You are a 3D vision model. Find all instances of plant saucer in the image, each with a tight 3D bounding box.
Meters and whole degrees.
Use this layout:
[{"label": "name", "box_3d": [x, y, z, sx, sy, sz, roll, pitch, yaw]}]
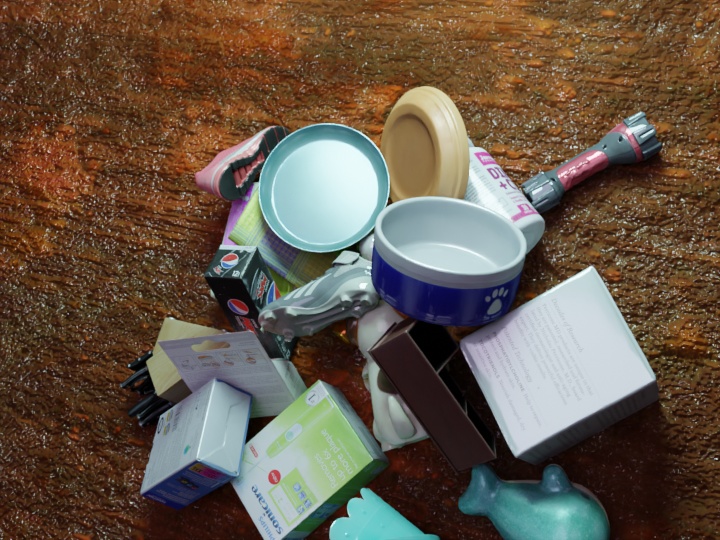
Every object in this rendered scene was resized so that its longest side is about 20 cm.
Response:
[{"label": "plant saucer", "box_3d": [-0.054, -0.121, 1.337, 0.196, 0.027, 0.204, -2, 73, 5]}, {"label": "plant saucer", "box_3d": [0.083, -0.160, 1.288, 0.199, 0.037, 0.204, 22, 115, 57]}]

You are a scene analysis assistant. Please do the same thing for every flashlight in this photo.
[{"label": "flashlight", "box_3d": [0.330, -0.150, 1.290, 0.198, 0.068, 0.069, -31, 62, 9]}]

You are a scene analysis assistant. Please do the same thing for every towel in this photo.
[{"label": "towel", "box_3d": [-0.088, -0.050, 1.374, 0.198, 0.023, 0.145, 34, 75, -11]}]

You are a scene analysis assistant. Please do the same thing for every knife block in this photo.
[{"label": "knife block", "box_3d": [-0.286, 0.173, 1.420, 0.197, 0.064, 0.179, 9, 76, 32]}]

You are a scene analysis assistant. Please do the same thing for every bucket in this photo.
[{"label": "bucket", "box_3d": [0.012, 0.407, 1.184, 0.133, 0.207, 0.209, 29, 86, 15]}]

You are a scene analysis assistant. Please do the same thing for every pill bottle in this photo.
[{"label": "pill bottle", "box_3d": [0.168, -0.105, 1.312, 0.113, 0.113, 0.201, -39, 66, 6]}]

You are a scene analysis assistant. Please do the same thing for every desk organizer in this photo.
[{"label": "desk organizer", "box_3d": [0.106, 0.153, 1.148, 0.077, 0.072, 0.201, -32, 96, 46]}]

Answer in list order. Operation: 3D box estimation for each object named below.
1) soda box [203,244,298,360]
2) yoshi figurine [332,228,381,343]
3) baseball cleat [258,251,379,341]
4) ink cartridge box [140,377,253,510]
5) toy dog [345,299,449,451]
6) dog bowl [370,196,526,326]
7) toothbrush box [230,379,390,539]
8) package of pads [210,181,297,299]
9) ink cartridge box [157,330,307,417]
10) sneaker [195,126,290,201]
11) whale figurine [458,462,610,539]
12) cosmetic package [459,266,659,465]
[{"label": "soda box", "box_3d": [-0.158, 0.055, 1.340, 0.069, 0.202, 0.064, 3, 48, 24]}, {"label": "yoshi figurine", "box_3d": [0.000, 0.001, 1.350, 0.111, 0.112, 0.202, 32, 87, 31]}, {"label": "baseball cleat", "box_3d": [-0.053, 0.034, 1.274, 0.197, 0.070, 0.108, -13, 43, 25]}, {"label": "ink cartridge box", "box_3d": [-0.253, 0.265, 1.336, 0.199, 0.076, 0.138, -33, 36, 38]}, {"label": "toy dog", "box_3d": [0.048, 0.140, 1.253, 0.138, 0.193, 0.204, -23, 74, 26]}, {"label": "dog bowl", "box_3d": [0.112, -0.015, 1.161, 0.197, 0.200, 0.080, 22, 124, 24]}, {"label": "toothbrush box", "box_3d": [-0.080, 0.285, 1.313, 0.199, 0.086, 0.146, -41, 65, 7]}, {"label": "package of pads", "box_3d": [-0.143, -0.039, 1.436, 0.152, 0.068, 0.204, 6, 78, 22]}, {"label": "ink cartridge box", "box_3d": [-0.186, 0.145, 1.332, 0.158, 0.202, 0.051, -7, 43, 18]}, {"label": "sneaker", "box_3d": [-0.190, -0.183, 1.448, 0.086, 0.075, 0.200, 11, 36, 34]}, {"label": "whale figurine", "box_3d": [0.221, 0.326, 1.154, 0.197, 0.104, 0.162, 25, 107, 11]}, {"label": "cosmetic package", "box_3d": [0.265, 0.133, 1.181, 0.198, 0.167, 0.168, -30, 67, 9]}]
